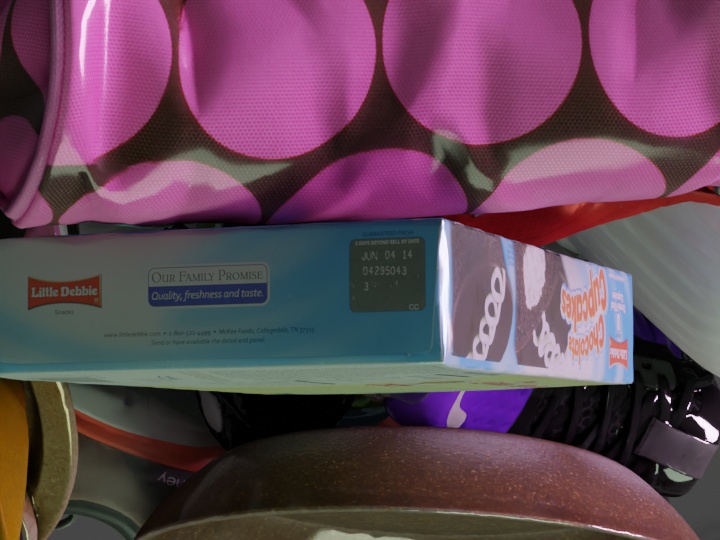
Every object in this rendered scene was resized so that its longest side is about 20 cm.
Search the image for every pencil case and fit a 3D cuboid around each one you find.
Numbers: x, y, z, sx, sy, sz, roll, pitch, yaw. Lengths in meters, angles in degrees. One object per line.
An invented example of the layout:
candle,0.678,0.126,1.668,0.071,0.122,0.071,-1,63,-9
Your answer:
pencil case,0.005,-0.062,0.629,0.199,0.091,0.094,-6,125,-14

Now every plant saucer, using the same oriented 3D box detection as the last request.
plant saucer,0.021,0.086,0.872,0.200,0.037,0.200,3,162,1

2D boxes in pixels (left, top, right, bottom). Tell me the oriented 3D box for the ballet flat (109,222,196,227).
ballet flat,-0.100,-0.056,0.821,0.200,0.067,0.070,4,138,-42

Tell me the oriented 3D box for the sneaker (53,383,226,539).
sneaker,-0.148,0.057,0.932,0.199,0.082,0.077,20,-172,12

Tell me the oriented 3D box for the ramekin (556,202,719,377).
ramekin,0.158,-0.051,0.843,0.200,0.105,0.200,-29,152,-17

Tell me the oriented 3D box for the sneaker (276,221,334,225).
sneaker,-0.087,-0.048,0.732,0.200,0.082,0.075,26,180,-18

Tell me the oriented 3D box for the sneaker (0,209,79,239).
sneaker,-0.133,0.027,0.825,0.080,0.086,0.200,23,131,-3

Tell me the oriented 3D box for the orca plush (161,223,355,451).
orca plush,0.000,0.000,0.834,0.105,0.071,0.200,21,122,-29

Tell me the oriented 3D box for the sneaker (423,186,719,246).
sneaker,0.103,-0.045,0.705,0.199,0.085,0.077,-21,133,13

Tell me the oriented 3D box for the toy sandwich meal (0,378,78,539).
toy sandwich meal,-0.180,0.039,0.744,0.204,0.070,0.206,8,131,10

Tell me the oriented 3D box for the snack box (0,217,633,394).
snack box,-0.003,0.013,0.694,0.116,0.037,0.200,-2,175,18

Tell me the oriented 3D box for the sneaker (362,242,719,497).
sneaker,0.077,0.037,0.884,0.070,0.099,0.200,-57,162,15

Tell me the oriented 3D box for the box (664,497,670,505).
box,0.046,0.102,1.107,0.124,0.201,0.148,-27,156,32

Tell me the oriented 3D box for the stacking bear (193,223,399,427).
stacking bear,0.001,-0.009,0.947,0.113,0.122,0.200,-9,150,-38
